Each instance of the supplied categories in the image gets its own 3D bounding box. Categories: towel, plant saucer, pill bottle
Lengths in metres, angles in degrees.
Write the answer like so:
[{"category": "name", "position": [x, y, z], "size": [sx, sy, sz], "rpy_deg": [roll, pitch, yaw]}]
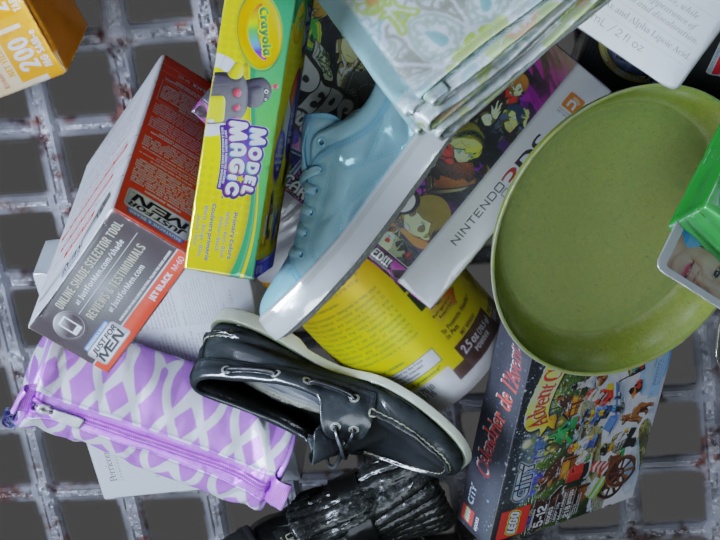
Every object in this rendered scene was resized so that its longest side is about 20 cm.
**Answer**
[{"category": "towel", "position": [0.052, -0.196, 1.441], "size": [0.171, 0.200, 0.048], "rpy_deg": [-39, 152, 9]}, {"category": "plant saucer", "position": [0.163, -0.029, 1.533], "size": [0.200, 0.031, 0.200], "rpy_deg": [-12, 119, -23]}, {"category": "pill bottle", "position": [0.000, 0.000, 1.622], "size": [0.109, 0.109, 0.200], "rpy_deg": [-32, 114, 24]}]

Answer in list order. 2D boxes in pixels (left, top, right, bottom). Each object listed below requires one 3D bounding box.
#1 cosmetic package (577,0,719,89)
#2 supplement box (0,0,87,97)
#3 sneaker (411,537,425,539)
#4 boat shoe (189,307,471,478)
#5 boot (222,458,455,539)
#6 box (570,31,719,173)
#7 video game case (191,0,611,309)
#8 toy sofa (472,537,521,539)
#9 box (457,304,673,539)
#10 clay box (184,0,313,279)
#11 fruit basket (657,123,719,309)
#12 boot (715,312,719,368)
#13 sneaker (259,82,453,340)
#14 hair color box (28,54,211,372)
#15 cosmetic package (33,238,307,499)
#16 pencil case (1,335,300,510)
[{"category": "cosmetic package", "position": [0.204, -0.220, 1.449], "size": [0.102, 0.074, 0.200], "rpy_deg": [31, 107, -10]}, {"category": "supplement box", "position": [-0.297, -0.162, 1.575], "size": [0.200, 0.074, 0.126], "rpy_deg": [-19, 118, 18]}, {"category": "sneaker", "position": [0.097, 0.246, 1.804], "size": [0.200, 0.071, 0.083], "rpy_deg": [38, 95, -13]}, {"category": "boat shoe", "position": [-0.025, 0.097, 1.609], "size": [0.199, 0.066, 0.075], "rpy_deg": [30, 148, 8]}, {"category": "boot", "position": [-0.012, 0.185, 1.733], "size": [0.158, 0.211, 0.080], "rpy_deg": [-31, 86, -5]}, {"category": "box", "position": [0.206, -0.096, 1.575], "size": [0.160, 0.044, 0.200], "rpy_deg": [17, 123, -5]}, {"category": "video game case", "position": [0.026, -0.107, 1.527], "size": [0.200, 0.036, 0.181], "rpy_deg": [40, 94, 0]}, {"category": "toy sofa", "position": [0.037, 0.261, 1.710], "size": [0.200, 0.098, 0.083], "rpy_deg": [-27, 97, -6]}, {"category": "box", "position": [0.146, 0.086, 1.657], "size": [0.136, 0.038, 0.200], "rpy_deg": [-16, 131, -33]}, {"category": "clay box", "position": [-0.063, -0.099, 1.457], "size": [0.048, 0.115, 0.200], "rpy_deg": [10, 95, 3]}, {"category": "fruit basket", "position": [0.302, -0.028, 1.480], "size": [0.200, 0.185, 0.094], "rpy_deg": [30, 163, -1]}, {"category": "boot", "position": [0.345, -0.001, 1.570], "size": [0.200, 0.073, 0.182], "rpy_deg": [5, 125, -18]}, {"category": "sneaker", "position": [-0.013, -0.053, 1.483], "size": [0.082, 0.074, 0.200], "rpy_deg": [36, 85, 3]}, {"category": "hair color box", "position": [-0.144, -0.040, 1.559], "size": [0.064, 0.200, 0.111], "rpy_deg": [31, 121, -12]}, {"category": "cosmetic package", "position": [-0.132, 0.064, 1.714], "size": [0.151, 0.052, 0.200], "rpy_deg": [-7, 122, 9]}, {"category": "pencil case", "position": [-0.140, 0.100, 1.658], "size": [0.200, 0.086, 0.084], "rpy_deg": [18, 109, -7]}]
